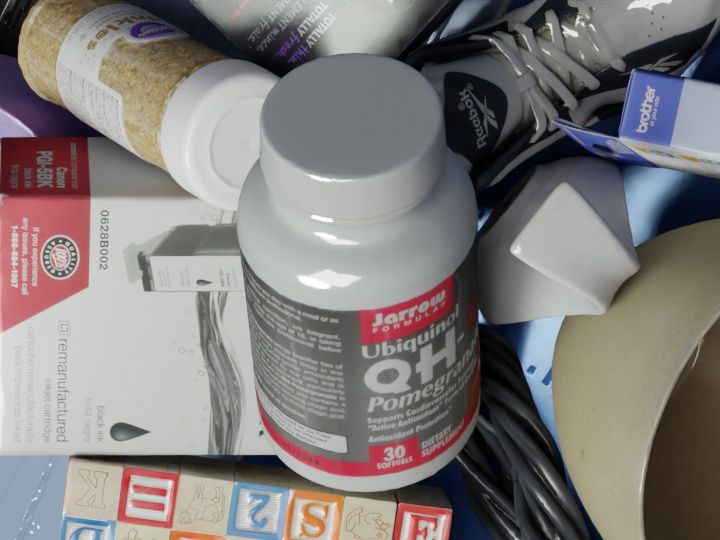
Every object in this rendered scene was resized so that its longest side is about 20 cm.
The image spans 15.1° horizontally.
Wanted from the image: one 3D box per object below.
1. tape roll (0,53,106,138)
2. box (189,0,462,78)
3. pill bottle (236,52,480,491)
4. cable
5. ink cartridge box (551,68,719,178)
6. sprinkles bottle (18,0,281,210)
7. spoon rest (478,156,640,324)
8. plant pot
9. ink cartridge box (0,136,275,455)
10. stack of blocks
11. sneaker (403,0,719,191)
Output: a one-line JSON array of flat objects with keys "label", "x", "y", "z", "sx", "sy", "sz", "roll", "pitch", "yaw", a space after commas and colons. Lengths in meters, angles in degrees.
[{"label": "tape roll", "x": -0.213, "y": -0.015, "z": 1.483, "sx": 0.199, "sy": 0.066, "sz": 0.201, "roll": 8, "pitch": 113, "yaw": 20}, {"label": "box", "x": -0.034, "y": -0.189, "z": 1.317, "sx": 0.200, "sy": 0.106, "sz": 0.122, "roll": 45, "pitch": 121, "yaw": 0}, {"label": "pill bottle", "x": 0.000, "y": 0.000, "z": 1.250, "sx": 0.110, "sy": 0.111, "sz": 0.201, "roll": 14, "pitch": 140, "yaw": 16}, {"label": "cable", "x": 0.084, "y": 0.121, "z": 1.368, "sx": 0.051, "sy": 0.163, "sz": 0.201, "roll": -22, "pitch": 102, "yaw": -1}, {"label": "ink cartridge box", "x": 0.198, "y": -0.058, "z": 1.268, "sx": 0.199, "sy": 0.119, "sz": 0.042, "roll": 10, "pitch": 88, "yaw": 17}, {"label": "sprinkles bottle", "x": -0.101, "y": -0.089, "z": 1.345, "sx": 0.200, "sy": 0.068, "sz": 0.069, "roll": 31, "pitch": 128, "yaw": 54}, {"label": "spoon rest", "x": 0.094, "y": -0.011, "z": 1.288, "sx": 0.061, "sy": 0.200, "sz": 0.100, "roll": 39, "pitch": 92, "yaw": -3}, {"label": "plant pot", "x": 0.169, "y": 0.057, "z": 1.305, "sx": 0.134, "sy": 0.199, "sz": 0.202, "roll": 30, "pitch": 126, "yaw": 50}, {"label": "ink cartridge box", "x": -0.086, "y": 0.014, "z": 1.385, "sx": 0.198, "sy": 0.083, "sz": 0.148, "roll": 0, "pitch": 113, "yaw": -7}, {"label": "stack of blocks", "x": -0.059, "y": 0.161, "z": 1.406, "sx": 0.199, "sy": 0.059, "sz": 0.116, "roll": 7, "pitch": 96, "yaw": -5}, {"label": "sneaker", "x": 0.080, "y": -0.090, "z": 1.297, "sx": 0.198, "sy": 0.130, "sz": 0.080, "roll": -19, "pitch": 103, "yaw": 27}]
